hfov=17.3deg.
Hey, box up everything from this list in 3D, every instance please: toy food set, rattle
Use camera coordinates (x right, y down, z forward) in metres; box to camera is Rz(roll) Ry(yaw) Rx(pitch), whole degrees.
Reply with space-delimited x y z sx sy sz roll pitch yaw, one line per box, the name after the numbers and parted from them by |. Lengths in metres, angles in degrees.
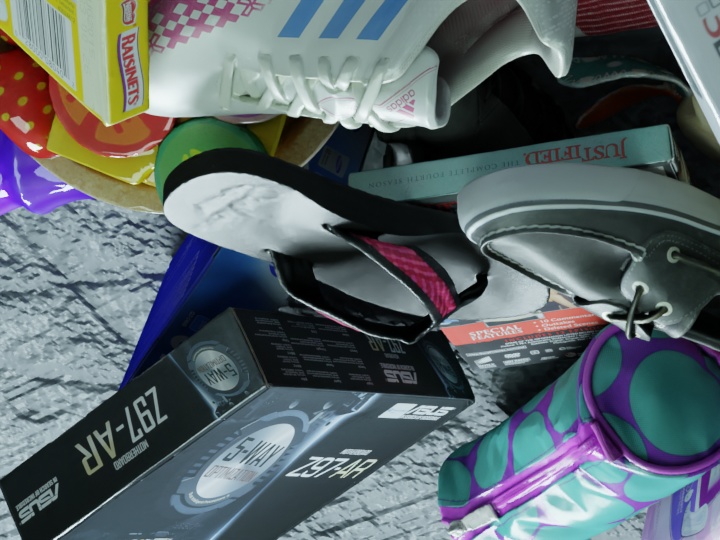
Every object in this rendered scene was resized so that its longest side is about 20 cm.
-0.086 -0.119 1.015 0.197 0.049 0.201 21 109 9 | toy food set
0.193 -0.093 1.004 0.130 0.144 0.200 18 -172 -38 | rattle

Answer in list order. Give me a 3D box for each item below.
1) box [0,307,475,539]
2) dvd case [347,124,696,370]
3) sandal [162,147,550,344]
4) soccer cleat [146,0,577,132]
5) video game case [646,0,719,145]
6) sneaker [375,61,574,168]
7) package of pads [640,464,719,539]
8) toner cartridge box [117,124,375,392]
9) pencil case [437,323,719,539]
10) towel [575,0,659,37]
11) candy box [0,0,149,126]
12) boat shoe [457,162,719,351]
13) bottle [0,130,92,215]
-0.057 0.083 1.172 0.160 0.044 0.200 -36 158 23 | box
0.093 -0.005 1.085 0.145 0.022 0.200 -8 156 17 | dvd case
0.000 0.000 1.007 0.199 0.045 0.075 17 144 -38 | sandal
-0.009 -0.087 0.927 0.199 0.087 0.070 -17 150 15 | soccer cleat
0.189 -0.148 0.849 0.200 0.022 0.183 -35 134 1 | video game case
0.051 -0.071 1.061 0.090 0.076 0.200 3 152 6 | sneaker
0.204 0.097 1.144 0.075 0.121 0.200 20 141 -9 | package of pads
-0.055 -0.011 1.147 0.043 0.095 0.200 26 140 -11 | toner cartridge box
0.109 0.093 1.175 0.085 0.092 0.200 58 151 10 | pencil case
0.127 -0.142 0.948 0.199 0.023 0.144 -6 154 35 | towel
-0.148 -0.150 0.954 0.200 0.026 0.103 42 141 37 | candy box
0.132 0.002 1.006 0.199 0.057 0.069 13 152 -25 | boat shoe
-0.199 -0.063 1.155 0.199 0.084 0.065 4 137 19 | bottle
